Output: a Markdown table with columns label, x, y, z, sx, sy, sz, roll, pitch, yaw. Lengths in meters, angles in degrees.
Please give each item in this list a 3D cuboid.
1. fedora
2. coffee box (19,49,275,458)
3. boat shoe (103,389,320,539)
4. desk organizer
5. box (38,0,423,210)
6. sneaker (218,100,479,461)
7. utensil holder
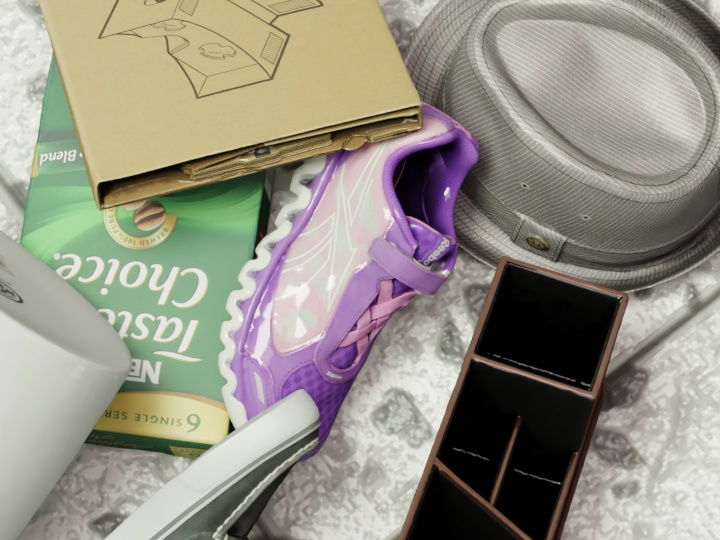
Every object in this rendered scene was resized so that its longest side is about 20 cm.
| label | x | y | z | sx | sy | sz | roll | pitch | yaw |
| --- | --- | --- | --- | --- | --- | --- | --- | --- | --- |
| fedora | 0.111 | -0.083 | 1.329 | 0.200 | 0.090 | 0.177 | 36 | 79 | 10 |
| coffee box | -0.109 | -0.010 | 1.339 | 0.122 | 0.044 | 0.201 | 8 | 76 | 4 |
| boat shoe | -0.084 | 0.133 | 1.269 | 0.200 | 0.069 | 0.057 | -41 | 88 | 21 |
| desk organizer | 0.066 | 0.095 | 1.250 | 0.071 | 0.077 | 0.200 | 17 | 51 | 6 |
| box | -0.072 | -0.119 | 1.324 | 0.163 | 0.021 | 0.200 | -14 | 45 | -6 |
| sneaker | 0.000 | 0.000 | 1.296 | 0.088 | 0.080 | 0.201 | 16 | 83 | 37 |
| utensil holder | -0.224 | 0.078 | 1.228 | 0.170 | 0.170 | 0.200 | 39 | 98 | 10 |
